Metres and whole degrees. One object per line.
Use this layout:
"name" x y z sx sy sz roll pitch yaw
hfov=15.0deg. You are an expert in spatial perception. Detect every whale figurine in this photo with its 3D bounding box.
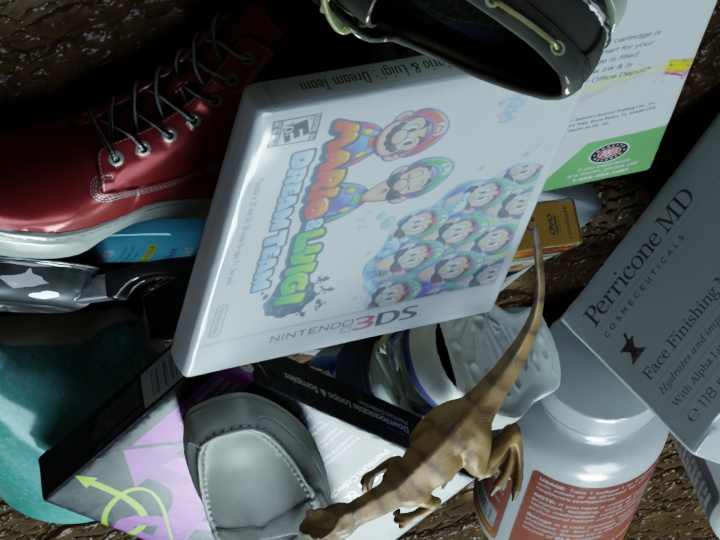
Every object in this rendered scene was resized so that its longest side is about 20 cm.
"whale figurine" -0.181 0.081 1.525 0.159 0.104 0.200 -31 153 18

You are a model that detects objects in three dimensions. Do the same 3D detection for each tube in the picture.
"tube" -0.138 -0.025 1.433 0.199 0.051 0.077 -6 169 -24

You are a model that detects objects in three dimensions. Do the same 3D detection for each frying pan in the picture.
"frying pan" -0.148 0.007 1.414 0.189 0.031 0.115 4 175 -4

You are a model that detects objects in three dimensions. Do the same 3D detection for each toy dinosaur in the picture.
"toy dinosaur" 0.056 0.082 1.430 0.200 0.060 0.106 -48 157 -2

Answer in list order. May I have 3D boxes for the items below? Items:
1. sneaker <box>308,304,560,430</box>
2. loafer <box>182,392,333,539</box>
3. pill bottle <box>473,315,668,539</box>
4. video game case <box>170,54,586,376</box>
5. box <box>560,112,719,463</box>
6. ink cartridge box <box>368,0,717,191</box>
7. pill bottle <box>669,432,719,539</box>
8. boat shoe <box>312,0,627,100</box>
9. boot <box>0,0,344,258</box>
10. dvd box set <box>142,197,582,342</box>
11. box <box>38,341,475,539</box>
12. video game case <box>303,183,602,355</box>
"sneaker" 0.022 0.067 1.583 0.146 0.081 0.200 -17 174 21
"loafer" -0.043 0.138 1.458 0.070 0.070 0.200 -19 139 8
"pill bottle" 0.142 0.109 1.795 0.112 0.112 0.200 -13 151 -16
"video game case" 0.009 -0.031 1.339 0.182 0.024 0.200 -11 145 -25
"box" 0.263 0.012 1.627 0.200 0.131 0.199 20 110 -52
"ink cartridge box" 0.090 -0.124 1.376 0.144 0.084 0.200 -12 151 -16
"pill bottle" 0.267 0.112 1.793 0.113 0.200 0.114 -17 152 -9
"boat shoe" 0.016 -0.134 1.223 0.201 0.060 0.072 21 147 10
"boot" -0.108 -0.079 1.338 0.200 0.073 0.144 -13 152 -34
"dvd box set" 0.000 0.000 1.485 0.200 0.029 0.146 -8 171 -30
"box" -0.055 0.110 1.503 0.200 0.036 0.143 24 128 -36
"video game case" 0.017 -0.008 1.598 0.200 0.023 0.182 11 138 -47
